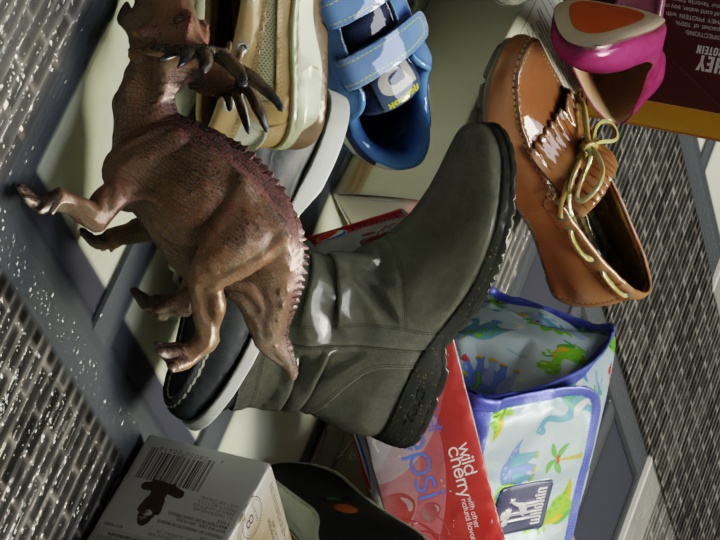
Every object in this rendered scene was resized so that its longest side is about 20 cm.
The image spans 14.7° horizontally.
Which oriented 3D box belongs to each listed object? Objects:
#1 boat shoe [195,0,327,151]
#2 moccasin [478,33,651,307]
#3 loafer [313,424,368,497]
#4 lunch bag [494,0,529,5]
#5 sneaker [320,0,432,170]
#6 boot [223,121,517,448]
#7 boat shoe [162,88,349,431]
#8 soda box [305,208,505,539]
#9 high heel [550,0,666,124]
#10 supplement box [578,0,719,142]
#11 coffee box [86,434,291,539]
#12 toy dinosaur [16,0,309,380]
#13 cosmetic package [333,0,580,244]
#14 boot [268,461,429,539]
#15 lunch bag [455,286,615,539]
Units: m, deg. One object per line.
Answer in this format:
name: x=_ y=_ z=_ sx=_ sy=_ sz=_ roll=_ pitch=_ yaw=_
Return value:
boat shoe: x=-0.059 y=-0.162 z=1.421 sx=0.076 sy=0.072 sz=0.201 roll=-1 pitch=87 yaw=-27
moccasin: x=0.128 y=-0.058 z=1.695 sx=0.074 sy=0.077 sz=0.202 roll=-52 pitch=133 yaw=-41
loafer: x=0.017 y=0.105 z=1.738 sx=0.075 sy=0.069 sz=0.201 roll=43 pitch=62 yaw=-65
lunch bag: x=0.153 y=-0.253 z=1.662 sx=0.200 sy=0.167 sz=0.140 roll=-19 pitch=87 yaw=-65
sneaker: x=0.000 y=-0.137 z=1.533 sx=0.074 sy=0.082 sz=0.200 roll=-31 pitch=138 yaw=-13
boot: x=0.000 y=0.000 z=1.543 sx=0.201 sy=0.130 sz=0.068 roll=-69 pitch=-157 yaw=11
boat shoe: x=-0.071 y=-0.016 z=1.481 sx=0.060 sy=0.076 sz=0.201 roll=26 pitch=72 yaw=-24
soda box: x=0.025 y=0.070 z=1.641 sx=0.063 sy=0.070 sz=0.201 roll=-133 pitch=-152 yaw=-73
high heel: x=0.154 y=-0.119 z=1.715 sx=0.200 sy=0.067 sz=0.097 roll=-30 pitch=133 yaw=-65
supplement box: x=0.203 y=-0.210 z=1.853 sx=0.133 sy=0.196 sz=0.201 roll=-43 pitch=139 yaw=-54
coffee box: x=-0.112 y=0.202 z=1.466 sx=0.115 sy=0.079 sz=0.200 roll=76 pitch=34 yaw=-46
toy dinosaur: x=-0.072 y=-0.038 z=1.351 sx=0.135 sy=0.200 sz=0.086 roll=-39 pitch=-174 yaw=5
cosmetic package: x=0.066 y=-0.089 z=1.736 sx=0.200 sy=0.071 sz=0.105 roll=-63 pitch=143 yaw=-31
boot: x=-0.015 y=0.209 z=1.596 sx=0.072 sy=0.200 sz=0.145 roll=4 pitch=104 yaw=-23
lunch bag: x=0.086 y=0.125 z=1.812 sx=0.200 sy=0.127 sz=0.171 roll=-39 pitch=143 yaw=-65
